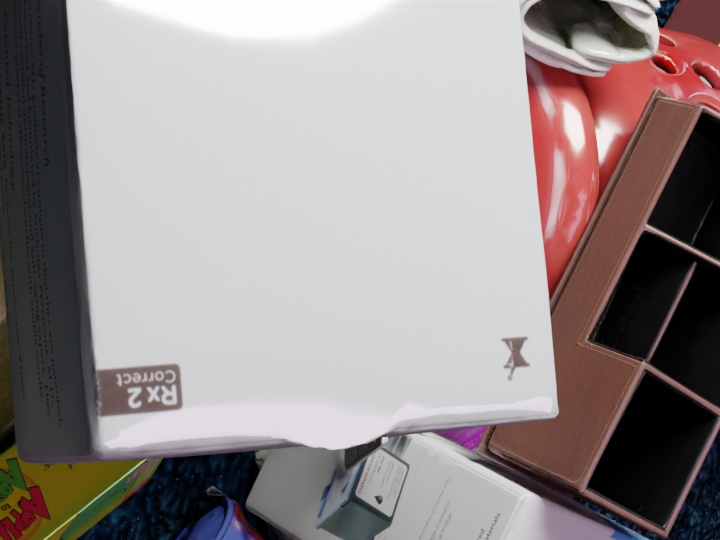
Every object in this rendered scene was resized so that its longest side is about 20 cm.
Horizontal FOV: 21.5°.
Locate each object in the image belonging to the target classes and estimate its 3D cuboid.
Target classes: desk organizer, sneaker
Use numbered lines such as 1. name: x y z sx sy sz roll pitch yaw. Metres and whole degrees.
1. desk organizer: 0.146 0.020 0.919 0.072 0.077 0.201 30 85 -35
2. sneaker: 0.127 -0.142 0.968 0.199 0.116 0.074 1 137 -40

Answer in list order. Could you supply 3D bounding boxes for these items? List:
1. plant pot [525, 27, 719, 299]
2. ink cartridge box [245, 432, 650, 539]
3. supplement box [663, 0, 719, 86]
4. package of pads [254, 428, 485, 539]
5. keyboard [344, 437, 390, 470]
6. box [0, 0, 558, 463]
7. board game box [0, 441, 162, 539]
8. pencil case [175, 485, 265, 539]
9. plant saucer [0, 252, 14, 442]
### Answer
1. plant pot: 0.108 -0.042 1.040 0.182 0.200 0.201 3 111 -44
2. ink cartridge box: 0.057 0.140 1.002 0.146 0.200 0.086 26 86 -37
3. supplement box: 0.281 -0.086 1.238 0.197 0.133 0.201 31 90 -50
4. package of pads: 0.034 0.138 1.172 0.200 0.068 0.155 -29 130 -29
5. keyboard: 0.000 0.000 0.984 0.011 0.056 0.201 8 68 -24
6. box: -0.040 -0.027 0.778 0.198 0.131 0.201 -3 86 -25
7. board game box: -0.186 0.135 0.923 0.200 0.048 0.102 -38 175 -23
8. pencil case: -0.035 0.216 1.081 0.200 0.087 0.078 43 81 -14
9. plant saucer: -0.195 -0.013 0.864 0.200 0.048 0.200 -45 138 -17
